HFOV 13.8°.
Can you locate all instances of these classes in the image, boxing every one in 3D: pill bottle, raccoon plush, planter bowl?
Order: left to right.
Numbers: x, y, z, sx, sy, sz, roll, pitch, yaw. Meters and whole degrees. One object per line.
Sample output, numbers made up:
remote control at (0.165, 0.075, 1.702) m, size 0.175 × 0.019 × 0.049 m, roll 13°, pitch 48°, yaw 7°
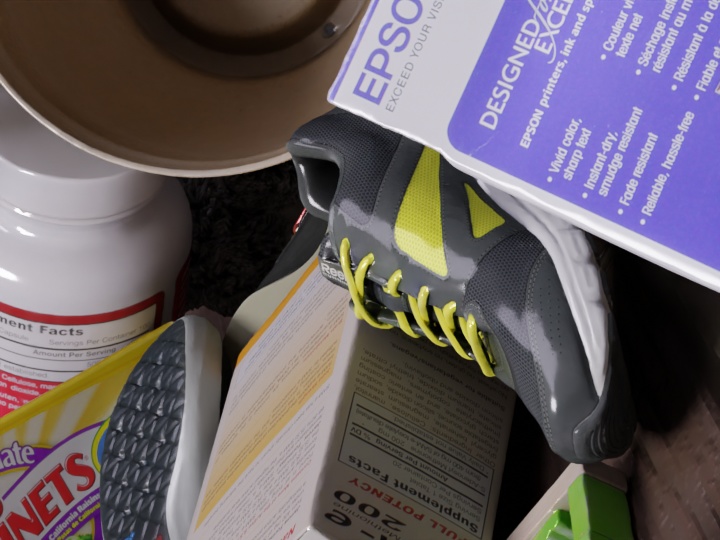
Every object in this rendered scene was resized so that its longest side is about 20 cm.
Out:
pill bottle at (-0.133, 0.010, 1.328) m, size 0.112 × 0.112 × 0.200 m, roll -90°, pitch 7°, yaw -49°
raccoon plush at (-0.082, -0.060, 1.354) m, size 0.097 × 0.200 × 0.134 m, roll 5°, pitch 69°, yaw 41°
planter bowl at (-0.055, -0.138, 1.203) m, size 0.200 × 0.200 × 0.135 m, roll -64°, pitch -5°, yaw 5°

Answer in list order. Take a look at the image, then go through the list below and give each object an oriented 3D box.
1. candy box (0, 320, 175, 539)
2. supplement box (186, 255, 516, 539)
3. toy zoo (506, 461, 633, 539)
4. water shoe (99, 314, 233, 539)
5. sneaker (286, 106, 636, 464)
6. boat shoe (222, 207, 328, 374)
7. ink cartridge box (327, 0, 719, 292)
candy box at (-0.131, 0.109, 1.230) m, size 0.200 × 0.102 × 0.026 m, roll -31°, pitch -1°, yaw -33°
supplement box at (-0.004, 0.077, 1.104) m, size 0.126 × 0.073 × 0.200 m, roll -50°, pitch 17°, yaw 38°
toy zoo at (0.052, 0.170, 0.963) m, size 0.131 × 0.020 × 0.200 m, roll -54°, pitch 23°, yaw 31°
water shoe at (-0.056, 0.112, 1.200) m, size 0.071 × 0.079 × 0.200 m, roll -41°, pitch 39°, yaw 38°
sneaker at (0.034, 0.004, 1.044) m, size 0.200 × 0.085 × 0.075 m, roll -117°, pitch 8°, yaw -48°
boat shoe at (0.002, 0.002, 1.226) m, size 0.202 × 0.074 × 0.063 m, roll -60°, pitch -7°, yaw 33°
ink cartridge box at (0.116, -0.099, 0.896) m, size 0.198 × 0.200 × 0.043 m, roll -65°, pitch -24°, yaw 3°
